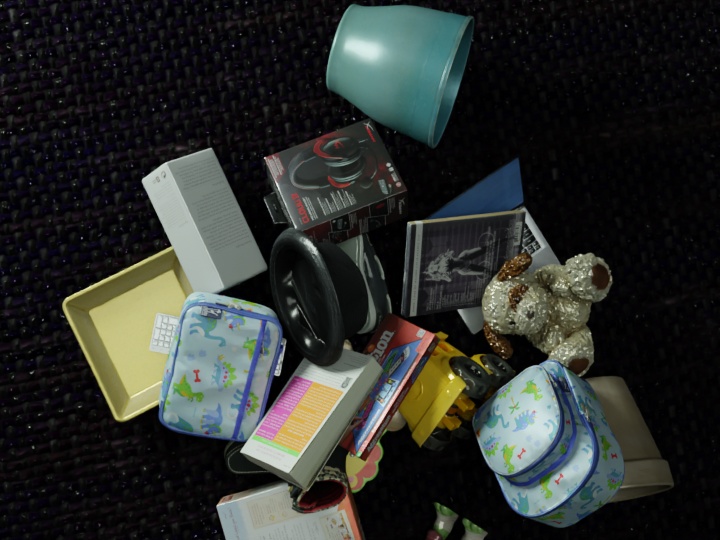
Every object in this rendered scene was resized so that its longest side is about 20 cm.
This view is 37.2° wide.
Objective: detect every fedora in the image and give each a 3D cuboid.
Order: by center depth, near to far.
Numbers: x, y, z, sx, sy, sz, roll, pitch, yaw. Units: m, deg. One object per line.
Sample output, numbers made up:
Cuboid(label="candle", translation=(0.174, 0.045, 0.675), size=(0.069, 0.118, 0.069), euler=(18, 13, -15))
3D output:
Cuboid(label="fedora", translation=(-0.051, 0.031, 1.533), size=(0.091, 0.200, 0.204), euler=(-15, 89, -32))

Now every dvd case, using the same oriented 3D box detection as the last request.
Cuboid(label="dvd case", translation=(0.157, -0.011, 1.625), size=(0.197, 0.016, 0.151), euler=(-7, 115, -23))

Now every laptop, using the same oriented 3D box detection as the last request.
Cuboid(label="laptop", translation=(0.207, -0.034, 1.654), size=(0.186, 0.116, 0.201), euler=(-33, 92, -8))

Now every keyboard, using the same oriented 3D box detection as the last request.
Cuboid(label="keyboard", translation=(-0.211, 0.110, 1.591), size=(0.197, 0.011, 0.057), euler=(12, 86, -8))

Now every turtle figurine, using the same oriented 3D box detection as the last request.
Cuboid(label="turtle figurine", translation=(0.091, 0.446, 1.602), size=(0.198, 0.144, 0.196), euler=(32, 80, -9))

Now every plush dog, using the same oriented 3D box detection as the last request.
Cuboid(label="plush dog", translation=(0.268, 0.049, 1.631), size=(0.169, 0.161, 0.203), euler=(6, 109, -13))

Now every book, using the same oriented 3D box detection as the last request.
Cuboid(label="book", translation=(-0.072, 0.196, 1.514), size=(0.201, 0.133, 0.048), euler=(-55, 128, -19))

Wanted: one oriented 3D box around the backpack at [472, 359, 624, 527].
Cuboid(label="backpack", translation=(0.260, 0.250, 1.514), size=(0.183, 0.201, 0.146), euler=(-42, 135, 21))

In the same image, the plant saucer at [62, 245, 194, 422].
Cuboid(label="plant saucer", translation=(-0.315, 0.093, 1.606), size=(0.198, 0.048, 0.202), euler=(-26, 92, -9))

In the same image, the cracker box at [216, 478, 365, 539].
Cuboid(label="cracker box", translation=(-0.102, 0.382, 1.600), size=(0.197, 0.058, 0.136), euler=(-16, 91, 3))

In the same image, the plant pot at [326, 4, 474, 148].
Cuboid(label="plant pot", translation=(0.054, -0.309, 1.615), size=(0.185, 0.200, 0.203), euler=(18, 85, 8))

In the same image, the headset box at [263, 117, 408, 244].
Cuboid(label="headset box", translation=(-0.046, -0.122, 1.612), size=(0.197, 0.075, 0.150), euler=(-21, 61, -8))

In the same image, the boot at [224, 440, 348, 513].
Cuboid(label="boot", translation=(-0.107, 0.284, 1.542), size=(0.200, 0.154, 0.074), euler=(-13, 117, 6))

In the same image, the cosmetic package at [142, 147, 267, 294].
Cuboid(label="cosmetic package", translation=(-0.231, -0.069, 1.593), size=(0.101, 0.071, 0.202), euler=(-25, 91, -48))

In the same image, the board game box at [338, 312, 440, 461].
Cuboid(label="board game box", translation=(0.023, 0.162, 1.521), size=(0.019, 0.102, 0.201), euler=(42, 77, -42))

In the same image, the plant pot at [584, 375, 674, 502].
Cuboid(label="plant pot", translation=(0.363, 0.261, 1.638), size=(0.197, 0.200, 0.176), euler=(-6, 72, -8))

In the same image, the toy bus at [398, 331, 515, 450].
Cuboid(label="toy bus", translation=(0.113, 0.155, 1.620), size=(0.192, 0.199, 0.137), euler=(43, 114, 24))

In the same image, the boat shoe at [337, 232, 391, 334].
Cuboid(label="boat shoe", translation=(0.000, 0.000, 1.651), size=(0.060, 0.075, 0.203), euler=(2, 75, -46))

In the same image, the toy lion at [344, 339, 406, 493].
Cuboid(label="toy lion", translation=(-0.035, 0.232, 1.639), size=(0.191, 0.069, 0.200), euler=(-42, 93, 0))

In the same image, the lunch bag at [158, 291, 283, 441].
Cuboid(label="lunch bag", translation=(-0.200, 0.140, 1.546), size=(0.158, 0.082, 0.203), euler=(15, 100, -14))
